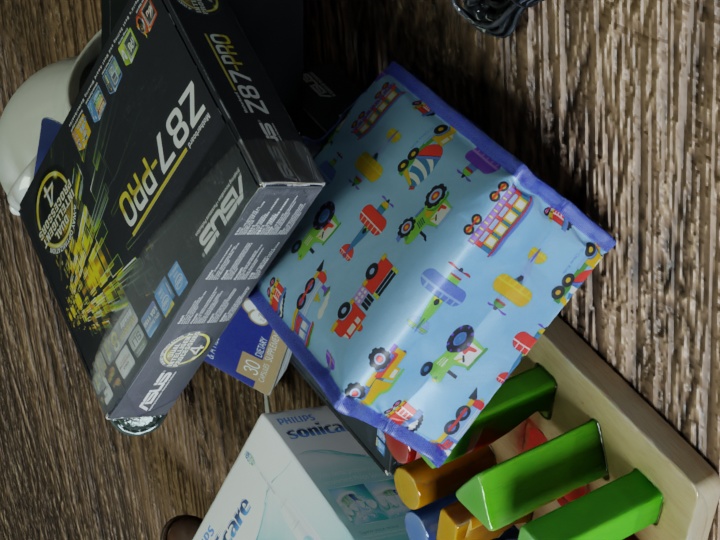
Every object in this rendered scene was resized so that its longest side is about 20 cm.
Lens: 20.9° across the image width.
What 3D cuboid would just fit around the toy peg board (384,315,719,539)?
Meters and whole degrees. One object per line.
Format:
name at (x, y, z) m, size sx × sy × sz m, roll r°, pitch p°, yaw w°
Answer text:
toy peg board at (0.082, 0.138, 1.083) m, size 0.200 × 0.097 × 0.201 m, roll 47°, pitch 145°, yaw 38°

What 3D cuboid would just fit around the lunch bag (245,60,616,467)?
lunch bag at (0.012, -0.021, 1.042) m, size 0.094 × 0.151 × 0.200 m, roll 33°, pitch -172°, yaw -43°

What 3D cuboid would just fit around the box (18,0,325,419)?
box at (-0.112, -0.041, 1.085) m, size 0.200 × 0.049 × 0.162 m, roll -53°, pitch 54°, yaw 37°

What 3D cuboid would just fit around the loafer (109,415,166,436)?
loafer at (-0.189, 0.028, 1.554) m, size 0.063 × 0.071 × 0.202 m, roll -155°, pitch 55°, yaw -79°

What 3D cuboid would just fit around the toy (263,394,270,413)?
toy at (-0.097, 0.005, 1.335) m, size 0.115 × 0.047 × 0.202 m, roll -105°, pitch 8°, yaw -72°

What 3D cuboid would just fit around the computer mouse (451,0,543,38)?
computer mouse at (0.048, -0.216, 0.958) m, size 0.138 × 0.052 × 0.202 m, roll -16°, pitch 94°, yaw 63°

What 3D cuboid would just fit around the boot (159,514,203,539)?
boot at (-0.068, 0.232, 1.453) m, size 0.187 × 0.064 × 0.200 m, roll 50°, pitch 152°, yaw 9°

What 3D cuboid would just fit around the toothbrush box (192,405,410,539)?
toothbrush box at (-0.014, 0.209, 1.274) m, size 0.200 × 0.085 × 0.147 m, roll 49°, pitch 125°, yaw 32°

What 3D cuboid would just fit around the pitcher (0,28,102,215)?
pitcher at (-0.204, -0.085, 1.382) m, size 0.121 × 0.172 × 0.200 m, roll 47°, pitch 151°, yaw -5°

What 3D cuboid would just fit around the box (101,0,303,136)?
box at (-0.097, -0.172, 1.173) m, size 0.141 × 0.078 × 0.202 m, roll 6°, pitch 97°, yaw 57°

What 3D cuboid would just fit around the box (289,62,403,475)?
box at (0.000, 0.000, 1.198) m, size 0.160 × 0.043 × 0.201 m, roll 47°, pitch 145°, yaw 38°

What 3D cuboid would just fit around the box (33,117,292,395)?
box at (-0.127, -0.007, 1.233) m, size 0.199 × 0.033 × 0.122 m, roll 29°, pitch 144°, yaw 6°
